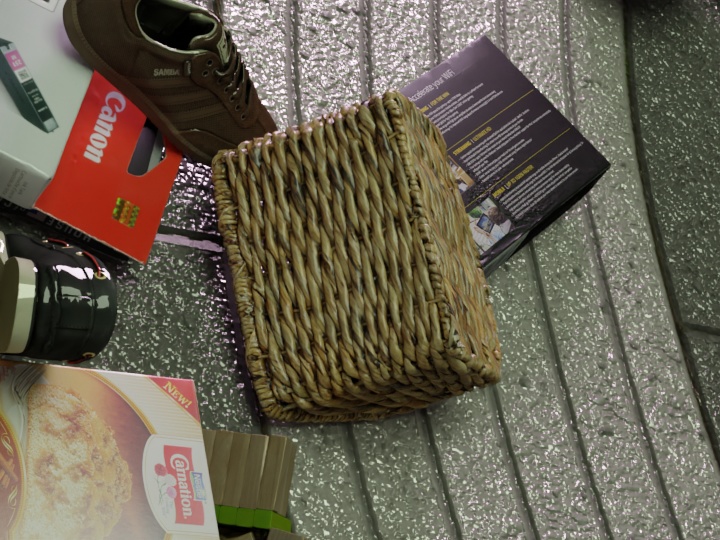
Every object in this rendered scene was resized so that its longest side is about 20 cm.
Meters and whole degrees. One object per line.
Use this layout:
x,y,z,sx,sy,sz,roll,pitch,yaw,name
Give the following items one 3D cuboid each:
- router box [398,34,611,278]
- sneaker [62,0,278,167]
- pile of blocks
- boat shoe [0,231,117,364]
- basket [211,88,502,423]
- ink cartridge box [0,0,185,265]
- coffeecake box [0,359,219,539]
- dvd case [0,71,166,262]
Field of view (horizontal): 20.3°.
0.084,-0.082,1.536,0.149,0.051,0.200,47,44,7,router box
-0.110,-0.133,1.366,0.200,0.075,0.071,34,45,-40,sneaker
-0.055,0.194,1.235,0.062,0.081,0.202,46,27,-70,pile of blocks
-0.191,0.017,1.188,0.063,0.201,0.074,6,93,-21,boat shoe
0.000,0.000,1.385,0.143,0.148,0.202,32,41,-67,basket
-0.191,-0.120,1.349,0.172,0.044,0.201,26,46,-13,ink cartridge box
-0.188,0.136,1.166,0.198,0.073,0.155,8,52,-30,coffeecake box
-0.204,-0.113,1.382,0.149,0.025,0.201,24,46,-17,dvd case
